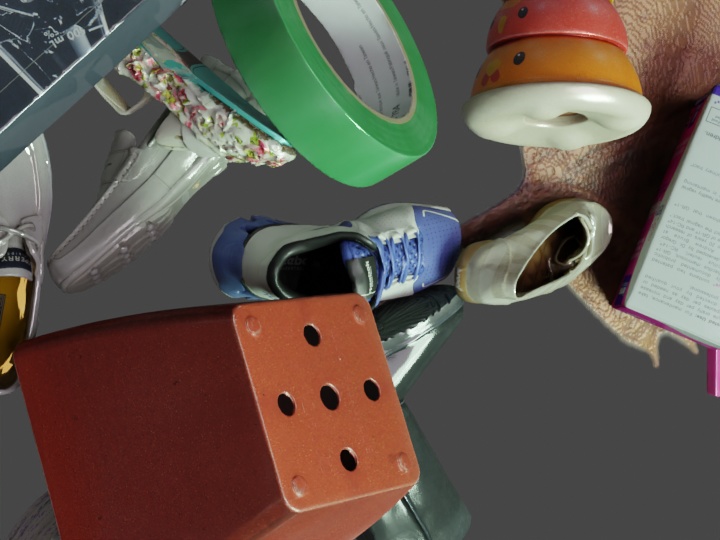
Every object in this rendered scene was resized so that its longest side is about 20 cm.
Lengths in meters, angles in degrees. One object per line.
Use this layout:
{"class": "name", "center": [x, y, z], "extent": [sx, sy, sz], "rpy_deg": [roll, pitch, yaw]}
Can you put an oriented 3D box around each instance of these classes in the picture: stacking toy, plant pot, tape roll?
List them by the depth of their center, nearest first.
{"class": "plant pot", "center": [-0.079, 0.109, 1.115], "extent": [0.200, 0.176, 0.200], "rpy_deg": [-4, 74, -51]}
{"class": "tape roll", "center": [-0.023, -0.156, 1.160], "extent": [0.048, 0.200, 0.200], "rpy_deg": [-29, 123, 24]}
{"class": "stacking toy", "center": [0.152, -0.203, 1.307], "extent": [0.146, 0.146, 0.200], "rpy_deg": [7, 78, -32]}

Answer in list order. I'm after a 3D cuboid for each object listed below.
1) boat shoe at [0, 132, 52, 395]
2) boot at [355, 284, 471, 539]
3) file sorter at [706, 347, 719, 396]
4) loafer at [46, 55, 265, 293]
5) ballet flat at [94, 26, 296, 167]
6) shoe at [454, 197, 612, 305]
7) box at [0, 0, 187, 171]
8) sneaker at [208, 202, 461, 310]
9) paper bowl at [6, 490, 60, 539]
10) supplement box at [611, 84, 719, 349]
{"class": "boat shoe", "center": [-0.240, -0.013, 1.126], "extent": [0.071, 0.070, 0.200], "rpy_deg": [5, 99, -31]}
{"class": "boot", "center": [0.045, 0.132, 1.330], "extent": [0.165, 0.066, 0.200], "rpy_deg": [-32, 113, -12]}
{"class": "file sorter", "center": [0.430, 0.041, 1.503], "extent": [0.200, 0.125, 0.139], "rpy_deg": [-11, 106, -28]}
{"class": "loafer", "center": [-0.152, -0.068, 1.176], "extent": [0.070, 0.070, 0.200], "rpy_deg": [41, 75, 6]}
{"class": "ballet flat", "center": [-0.132, -0.122, 1.132], "extent": [0.200, 0.076, 0.064], "rpy_deg": [40, 102, 10]}
{"class": "shoe", "center": [0.154, -0.012, 1.340], "extent": [0.200, 0.053, 0.070], "rpy_deg": [-23, 112, -47]}
{"class": "box", "center": [-0.227, -0.191, 1.035], "extent": [0.182, 0.104, 0.200], "rpy_deg": [45, 76, -3]}
{"class": "sneaker", "center": [-0.001, 0.000, 1.245], "extent": [0.199, 0.115, 0.081], "rpy_deg": [-5, 104, -30]}
{"class": "paper bowl", "center": [-0.161, 0.246, 1.213], "extent": [0.201, 0.104, 0.201], "rpy_deg": [-6, 103, -28]}
{"class": "supplement box", "center": [0.298, -0.041, 1.401], "extent": [0.103, 0.101, 0.200], "rpy_deg": [21, 88, 2]}
